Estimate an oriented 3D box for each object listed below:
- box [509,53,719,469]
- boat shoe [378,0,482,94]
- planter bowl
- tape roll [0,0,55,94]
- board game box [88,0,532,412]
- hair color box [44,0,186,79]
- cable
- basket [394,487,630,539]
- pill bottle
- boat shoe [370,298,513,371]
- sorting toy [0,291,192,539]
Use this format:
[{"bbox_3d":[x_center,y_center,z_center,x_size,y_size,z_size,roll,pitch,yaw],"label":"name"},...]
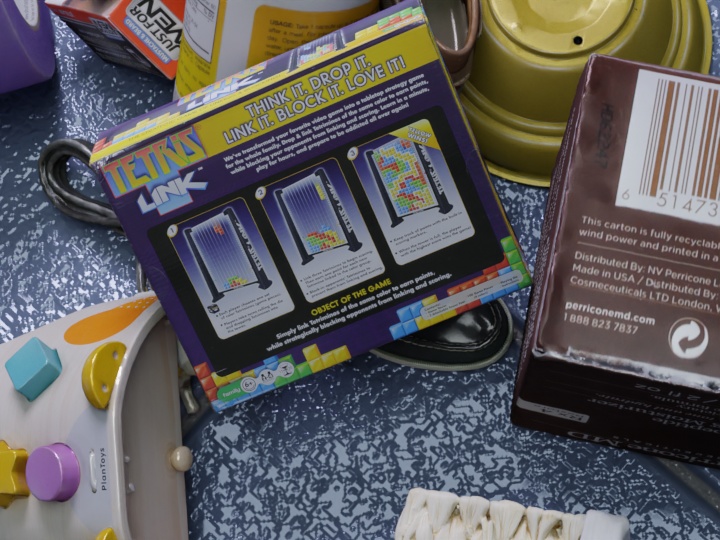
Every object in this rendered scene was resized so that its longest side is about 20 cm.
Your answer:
[{"bbox_3d":[0.179,0.005,0.912,0.164,0.200,0.166,11,75,5],"label":"box"},{"bbox_3d":[0.035,-0.199,0.991,0.075,0.072,0.202,-8,74,-23],"label":"boat shoe"},{"bbox_3d":[0.124,-0.161,1.031,0.197,0.084,0.203,-2,73,5],"label":"planter bowl"},{"bbox_3d":[-0.259,-0.203,1.018,0.084,0.200,0.202,-15,73,1],"label":"tape roll"},{"bbox_3d":[-0.026,-0.034,0.918,0.198,0.057,0.167,-21,110,7],"label":"board game box"},{"bbox_3d":[-0.101,-0.222,1.052,0.201,0.064,0.111,-54,33,-10],"label":"hair color box"},{"bbox_3d":[-0.131,-0.015,1.019,0.201,0.050,0.097,51,121,11],"label":"cable"},{"bbox_3d":[0.069,0.226,0.900,0.122,0.136,0.202,12,75,13],"label":"basket"},{"bbox_3d":[-0.047,-0.147,0.961,0.111,0.202,0.113,8,35,-6],"label":"pill bottle"},{"bbox_3d":[0.001,-0.002,1.005,0.198,0.066,0.075,31,79,13],"label":"boat shoe"},{"bbox_3d":[-0.190,0.119,0.970,0.178,0.107,0.203,-7,85,27],"label":"sorting toy"}]
